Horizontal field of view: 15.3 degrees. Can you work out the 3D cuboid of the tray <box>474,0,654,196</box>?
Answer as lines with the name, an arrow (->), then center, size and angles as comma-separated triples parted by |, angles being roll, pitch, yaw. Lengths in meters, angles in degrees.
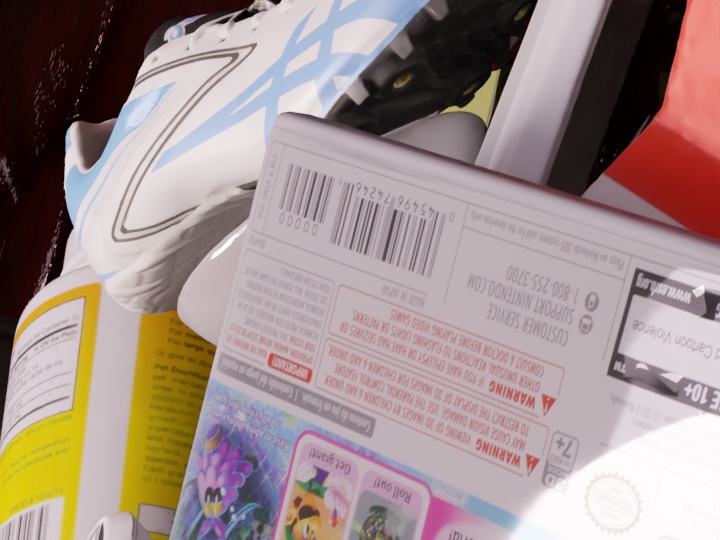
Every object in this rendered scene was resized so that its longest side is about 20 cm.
tray -> 0.049, -0.036, 0.710 | 0.108, 0.022, 0.201 | 92, -162, -64

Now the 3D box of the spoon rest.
spoon rest -> 0.000, 0.000, 0.782 | 0.061, 0.099, 0.200 | 57, 179, 18

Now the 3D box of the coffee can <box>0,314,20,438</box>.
coffee can -> -0.178, 0.139, 1.164 | 0.201, 0.146, 0.147 | -64, 21, 22

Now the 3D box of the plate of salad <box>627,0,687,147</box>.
plate of salad -> 0.086, 0.001, 0.693 | 0.200, 0.048, 0.201 | -53, 22, 33

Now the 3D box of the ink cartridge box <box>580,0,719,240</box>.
ink cartridge box -> 0.087, 0.028, 0.559 | 0.160, 0.047, 0.201 | 38, 125, 47

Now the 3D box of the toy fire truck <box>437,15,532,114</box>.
toy fire truck -> 0.003, -0.156, 0.823 | 0.168, 0.199, 0.112 | -51, 14, 21

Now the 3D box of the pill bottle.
pill bottle -> -0.084, 0.073, 1.024 | 0.109, 0.109, 0.201 | -50, 29, 47

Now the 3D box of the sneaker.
sneaker -> -0.024, -0.055, 0.762 | 0.200, 0.072, 0.073 | -35, 79, 43

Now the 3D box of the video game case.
video game case -> 0.024, 0.072, 0.586 | 0.200, 0.024, 0.183 | 20, 98, 49

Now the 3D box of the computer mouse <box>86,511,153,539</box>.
computer mouse -> -0.090, 0.155, 0.818 | 0.110, 0.044, 0.200 | -82, 16, -48

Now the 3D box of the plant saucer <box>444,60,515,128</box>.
plant saucer -> 0.018, -0.040, 0.964 | 0.200, 0.031, 0.201 | -53, 27, 42
